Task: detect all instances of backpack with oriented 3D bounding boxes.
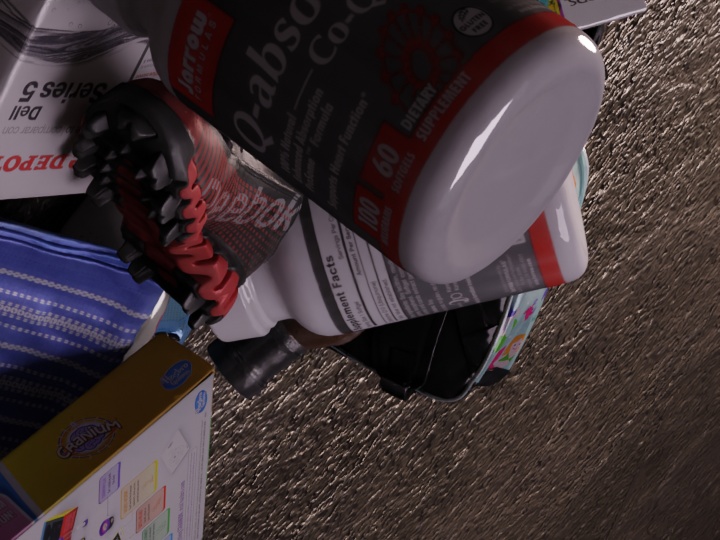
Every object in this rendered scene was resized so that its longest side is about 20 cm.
[{"bbox_3d":[0.049,-0.037,1.285,0.151,0.177,0.200,-24,137,-63],"label":"backpack"}]

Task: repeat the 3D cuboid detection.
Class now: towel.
[{"bbox_3d":[-0.200,0.061,1.055,0.145,0.024,0.200,16,114,-31],"label":"towel"}]

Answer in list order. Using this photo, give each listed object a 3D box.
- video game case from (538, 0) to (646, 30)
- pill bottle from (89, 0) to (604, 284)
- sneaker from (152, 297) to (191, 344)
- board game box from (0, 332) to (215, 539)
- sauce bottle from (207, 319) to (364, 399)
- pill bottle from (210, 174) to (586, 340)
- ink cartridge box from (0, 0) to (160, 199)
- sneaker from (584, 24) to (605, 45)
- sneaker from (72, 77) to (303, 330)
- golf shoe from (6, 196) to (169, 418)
[{"bbox_3d":[0.026,-0.116,1.030,0.181,0.036,0.200,-17,-175,-13],"label":"video game case"},{"bbox_3d":[-0.012,-0.093,0.813,0.116,0.200,0.116,-43,156,-24],"label":"pill bottle"},{"bbox_3d":[-0.131,0.071,1.178,0.078,0.090,0.200,4,125,-42],"label":"sneaker"},{"bbox_3d":[-0.159,0.145,1.063,0.200,0.040,0.153,-40,152,-37],"label":"board game box"},{"bbox_3d":[0.000,0.000,1.183,0.200,0.065,0.065,-40,159,5],"label":"sauce bottle"},{"bbox_3d":[0.012,-0.031,1.084,0.200,0.116,0.116,-13,159,9],"label":"pill bottle"},{"bbox_3d":[-0.126,-0.135,0.908,0.145,0.084,0.200,-9,133,-60],"label":"ink cartridge box"},{"bbox_3d":[0.106,-0.154,1.313,0.070,0.100,0.200,-33,151,-34],"label":"sneaker"},{"bbox_3d":[-0.073,-0.048,0.940,0.098,0.071,0.200,-47,162,-13],"label":"sneaker"},{"bbox_3d":[-0.168,0.032,1.104,0.092,0.075,0.200,0,124,-58],"label":"golf shoe"}]
